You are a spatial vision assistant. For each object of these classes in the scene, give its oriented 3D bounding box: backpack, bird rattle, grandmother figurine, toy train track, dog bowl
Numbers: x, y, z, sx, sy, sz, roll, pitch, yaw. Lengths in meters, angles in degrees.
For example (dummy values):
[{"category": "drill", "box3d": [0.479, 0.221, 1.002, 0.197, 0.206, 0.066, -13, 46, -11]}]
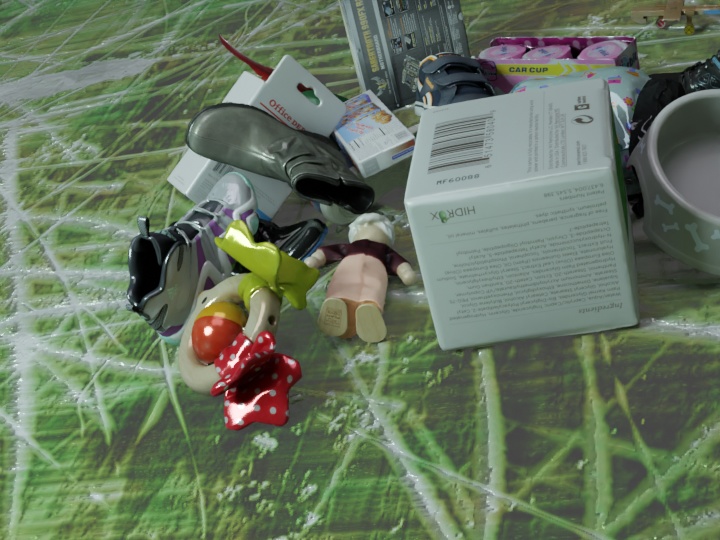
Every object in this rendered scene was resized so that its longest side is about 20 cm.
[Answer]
[{"category": "backpack", "box3d": [0.249, -0.145, 1.392, 0.197, 0.128, 0.168, -2, 35, 30]}, {"category": "bird rattle", "box3d": [-0.115, 0.066, 1.252, 0.162, 0.112, 0.203, -20, 56, 42]}, {"category": "grandmother figurine", "box3d": [0.000, 0.000, 1.347, 0.119, 0.061, 0.201, 17, 31, 1]}, {"category": "toy train track", "box3d": [0.465, -0.339, 1.717, 0.197, 0.033, 0.115, 1, 26, 18]}, {"category": "dog bowl", "box3d": [0.356, -0.091, 1.226, 0.196, 0.059, 0.203, 2, 54, -2]}]

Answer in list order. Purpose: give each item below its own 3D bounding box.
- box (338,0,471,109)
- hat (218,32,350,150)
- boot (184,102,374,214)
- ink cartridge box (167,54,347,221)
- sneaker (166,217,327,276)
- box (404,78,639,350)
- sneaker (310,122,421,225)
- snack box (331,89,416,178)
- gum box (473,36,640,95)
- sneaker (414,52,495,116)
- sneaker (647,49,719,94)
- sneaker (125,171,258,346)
[{"category": "box", "box3d": [0.060, -0.328, 1.722, 0.156, 0.202, 0.049, -19, 32, -4]}, {"category": "hat", "box3d": [-0.056, -0.225, 1.626, 0.197, 0.178, 0.166, -17, 29, -2]}, {"category": "boot", "box3d": [-0.084, -0.121, 1.394, 0.197, 0.069, 0.131, 11, 21, -27]}, {"category": "ink cartridge box", "box3d": [-0.120, -0.149, 1.508, 0.201, 0.115, 0.067, -54, 34, -2]}, {"category": "sneaker", "box3d": [-0.133, -0.033, 1.435, 0.196, 0.084, 0.071, -5, 31, 19]}, {"category": "box", "box3d": [0.160, -0.055, 1.236, 0.197, 0.173, 0.200, -8, 30, 13]}, {"category": "sneaker", "box3d": [0.019, -0.132, 1.536, 0.198, 0.076, 0.084, -29, 35, -22]}, {"category": "snack box", "box3d": [0.008, -0.164, 1.507, 0.071, 0.025, 0.200, -26, 27, -3]}, {"category": "gum box", "box3d": [0.235, -0.214, 1.528, 0.198, 0.115, 0.066, 7, 36, 35]}, {"category": "sneaker", "box3d": [0.109, -0.213, 1.491, 0.077, 0.081, 0.200, 2, 11, -17]}, {"category": "sneaker", "box3d": [0.418, -0.227, 1.492, 0.198, 0.083, 0.073, 5, 37, 35]}, {"category": "sneaker", "box3d": [-0.184, -0.034, 1.330, 0.077, 0.140, 0.203, 5, 68, 33]}]
